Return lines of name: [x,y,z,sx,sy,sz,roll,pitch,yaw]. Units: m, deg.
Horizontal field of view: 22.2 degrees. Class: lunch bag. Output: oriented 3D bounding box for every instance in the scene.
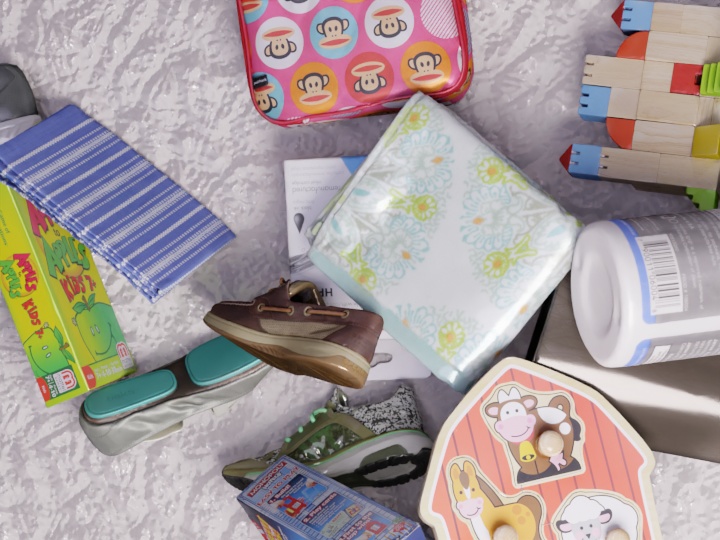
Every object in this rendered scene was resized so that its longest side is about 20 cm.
lunch bag: [-0.005,-0.220,1.585,0.198,0.082,0.178,-9,88,9]

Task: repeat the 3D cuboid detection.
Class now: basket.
basket: [0.241,0.080,1.527,0.199,0.136,0.181,19,62,3]

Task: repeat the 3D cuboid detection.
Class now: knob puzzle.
knob puzzle: [0.140,0.164,1.423,0.218,0.030,0.222,2,77,-11]

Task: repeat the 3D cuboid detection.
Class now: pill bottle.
pill bottle: [0.275,0.009,1.435,0.198,0.114,0.115,-6,93,-15]

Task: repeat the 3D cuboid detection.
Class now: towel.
towel: [-0.219,-0.062,1.606,0.200,0.145,0.024,38,124,6]
towel: [0.067,-0.025,1.504,0.200,0.048,0.172,42,101,22]

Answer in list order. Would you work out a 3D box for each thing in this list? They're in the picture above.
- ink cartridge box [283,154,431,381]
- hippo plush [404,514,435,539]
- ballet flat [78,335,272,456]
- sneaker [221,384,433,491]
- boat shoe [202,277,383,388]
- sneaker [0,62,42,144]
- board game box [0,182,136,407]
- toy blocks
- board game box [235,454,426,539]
ink cartridge box: [0.000,0.000,1.600,0.115,0.067,0.202,-3,93,11]
hippo plush: [0.150,0.267,1.516,0.160,0.200,0.161,-17,94,-12]
ballet flat: [-0.153,0.109,1.641,0.199,0.068,0.064,-21,128,-3]
sneaker: [-0.028,0.152,1.629,0.198,0.077,0.089,-12,60,13]
boat shoe: [-0.054,0.044,1.544,0.199,0.072,0.072,11,71,51]
sneaker: [-0.384,-0.135,1.669,0.198,0.074,0.085,-11,86,2]
board game box: [-0.274,0.012,1.633,0.047,0.102,0.201,-22,90,19]
toy blocks: [0.245,-0.145,1.539,0.136,0.100,0.202,8,85,19]
board game box: [-0.009,0.248,1.531,0.062,0.201,0.199,-39,43,-20]
